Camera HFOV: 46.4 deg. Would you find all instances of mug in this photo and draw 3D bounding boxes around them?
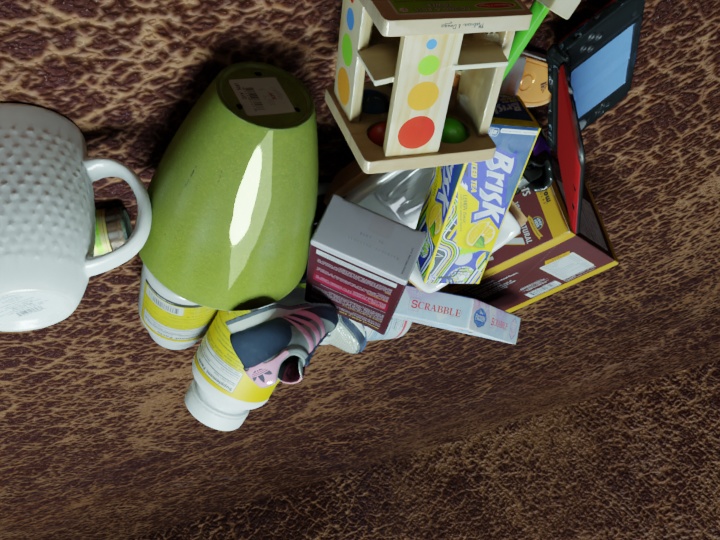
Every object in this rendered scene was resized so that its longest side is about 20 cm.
[{"bbox_3d":[-0.298,-0.046,0.790,0.199,0.176,0.148,-11,157,-10],"label":"mug"}]

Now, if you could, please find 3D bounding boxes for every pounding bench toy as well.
[{"bbox_3d":[0.084,-0.179,0.735,0.199,0.125,0.157,-8,135,-17],"label":"pounding bench toy"}]

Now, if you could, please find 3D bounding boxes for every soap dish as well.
[{"bbox_3d":[0.075,-0.078,0.956,0.157,0.081,0.200,-35,131,16],"label":"soap dish"}]

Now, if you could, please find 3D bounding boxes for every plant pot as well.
[{"bbox_3d":[-0.115,-0.094,0.822,0.186,0.188,0.200,-4,144,-26],"label":"plant pot"}]

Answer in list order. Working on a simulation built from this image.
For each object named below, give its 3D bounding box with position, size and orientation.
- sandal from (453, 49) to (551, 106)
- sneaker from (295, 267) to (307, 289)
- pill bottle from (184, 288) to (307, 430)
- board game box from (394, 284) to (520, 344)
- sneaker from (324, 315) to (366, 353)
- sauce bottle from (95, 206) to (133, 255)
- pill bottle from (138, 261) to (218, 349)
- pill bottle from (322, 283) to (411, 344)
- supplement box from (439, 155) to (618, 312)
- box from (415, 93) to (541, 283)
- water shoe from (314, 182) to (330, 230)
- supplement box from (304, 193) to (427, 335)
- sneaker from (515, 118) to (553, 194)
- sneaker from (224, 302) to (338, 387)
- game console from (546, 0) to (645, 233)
[{"bbox_3d":[0.151,-0.195,0.865,0.206,0.059,0.079,-4,130,-35],"label":"sandal"},{"bbox_3d":[-0.113,-0.043,1.003,0.199,0.074,0.081,25,130,-30],"label":"sneaker"},{"bbox_3d":[-0.143,0.101,1.067,0.112,0.113,0.201,10,119,-46],"label":"pill bottle"},{"bbox_3d":[0.092,0.051,1.129,0.199,0.041,0.199,11,175,28],"label":"board game box"},{"bbox_3d":[-0.086,0.066,1.152,0.085,0.199,0.077,-53,170,-43],"label":"sneaker"},{"bbox_3d":[-0.359,-0.023,0.947,0.199,0.065,0.065,-14,157,-8],"label":"sauce bottle"},{"bbox_3d":[-0.231,0.029,1.089,0.111,0.112,0.200,-6,156,-21],"label":"pill bottle"},{"bbox_3d":[-0.026,0.057,1.286,0.199,0.109,0.109,-2,154,-29],"label":"pill bottle"},{"bbox_3d":[0.218,-0.047,1.172,0.197,0.134,0.200,-27,154,27],"label":"supplement box"},{"bbox_3d":[0.113,-0.081,0.865,0.070,0.064,0.201,1,130,-18],"label":"box"},{"bbox_3d":[-0.027,-0.049,1.081,0.071,0.079,0.200,-23,156,17],"label":"water shoe"},{"bbox_3d":[0.000,0.000,0.928,0.108,0.061,0.200,24,159,2],"label":"supplement box"},{"bbox_3d":[0.166,-0.142,0.961,0.069,0.100,0.199,-32,149,34],"label":"sneaker"},{"bbox_3d":[-0.076,0.082,0.912,0.070,0.083,0.200,-22,171,24],"label":"sneaker"},{"bbox_3d":[0.260,-0.164,0.893,0.172,0.119,0.200,-37,157,-3],"label":"game console"}]
